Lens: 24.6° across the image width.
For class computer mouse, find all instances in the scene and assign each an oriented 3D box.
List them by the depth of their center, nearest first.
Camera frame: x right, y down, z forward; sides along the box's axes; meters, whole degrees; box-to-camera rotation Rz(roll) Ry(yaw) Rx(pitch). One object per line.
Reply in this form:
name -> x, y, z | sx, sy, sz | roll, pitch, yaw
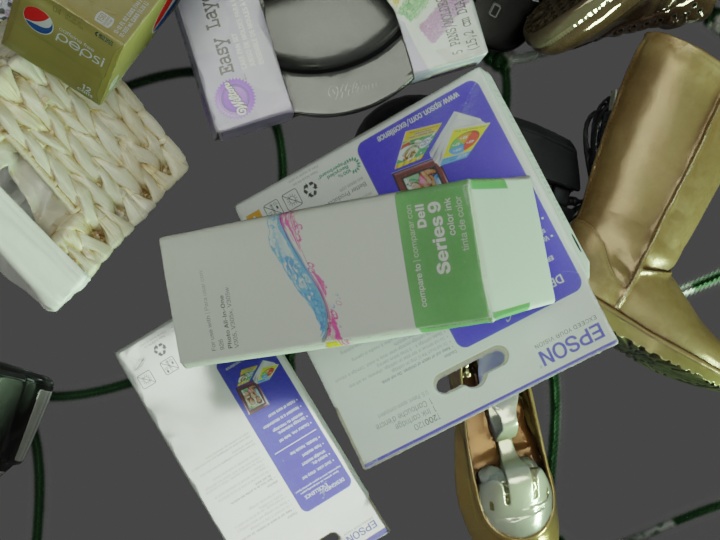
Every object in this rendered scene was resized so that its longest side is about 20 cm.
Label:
computer mouse -> 0.095, -0.071, 1.136 | 0.200, 0.053, 0.139 | 11, 89, -5

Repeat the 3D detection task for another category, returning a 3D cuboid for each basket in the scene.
basket -> -0.207, -0.074, 1.026 | 0.123, 0.200, 0.136 | -43, 111, -11

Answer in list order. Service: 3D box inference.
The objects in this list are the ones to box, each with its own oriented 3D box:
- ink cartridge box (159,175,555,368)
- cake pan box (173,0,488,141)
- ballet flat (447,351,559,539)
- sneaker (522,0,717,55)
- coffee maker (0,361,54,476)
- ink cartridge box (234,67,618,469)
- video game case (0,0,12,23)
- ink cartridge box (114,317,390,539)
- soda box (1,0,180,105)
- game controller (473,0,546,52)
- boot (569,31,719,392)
ink cartridge box -> 0.000, 0.000, 1.005 | 0.200, 0.145, 0.088 | -11, 90, 21
cake pan box -> -0.032, -0.195, 1.052 | 0.184, 0.052, 0.200 | -16, 89, -3
ballet flat -> 0.095, 0.120, 1.126 | 0.069, 0.063, 0.200 | -14, 90, -8
sneaker -> 0.207, -0.192, 1.137 | 0.200, 0.070, 0.076 | -35, 109, -9
coffee maker -> -0.288, 0.144, 1.026 | 0.135, 0.192, 0.200 | 11, 86, 11
ink cartridge box -> 0.043, 0.000, 1.089 | 0.198, 0.043, 0.200 | -28, 85, 19
video game case -> -0.268, -0.207, 1.121 | 0.200, 0.022, 0.182 | -39, 92, -6
ink cartridge box -> -0.072, 0.116, 1.109 | 0.099, 0.039, 0.200 | -30, 81, -6
soda box -> -0.120, -0.193, 0.945 | 0.068, 0.064, 0.200 | 32, 57, -3
game controller -> 0.107, -0.254, 1.147 | 0.104, 0.042, 0.200 | 27, 87, -4
boot -> 0.225, -0.035, 1.129 | 0.175, 0.066, 0.200 | 29, 83, -24
